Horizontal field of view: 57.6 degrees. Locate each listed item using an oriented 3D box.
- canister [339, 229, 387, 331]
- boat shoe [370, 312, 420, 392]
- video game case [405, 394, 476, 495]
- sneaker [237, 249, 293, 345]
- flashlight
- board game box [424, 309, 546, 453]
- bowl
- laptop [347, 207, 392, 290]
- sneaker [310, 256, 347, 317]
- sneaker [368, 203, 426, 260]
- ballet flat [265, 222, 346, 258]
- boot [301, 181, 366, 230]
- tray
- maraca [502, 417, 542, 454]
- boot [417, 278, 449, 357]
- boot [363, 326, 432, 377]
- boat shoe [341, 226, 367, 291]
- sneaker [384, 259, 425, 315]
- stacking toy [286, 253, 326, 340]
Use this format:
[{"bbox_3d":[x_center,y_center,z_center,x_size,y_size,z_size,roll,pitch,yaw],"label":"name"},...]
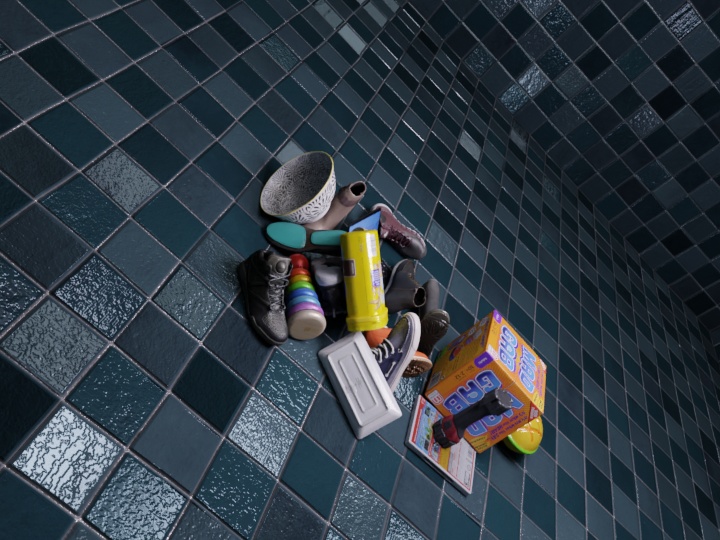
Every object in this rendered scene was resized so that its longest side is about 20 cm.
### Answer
[{"bbox_3d":[0.007,0.017,1.422,0.149,0.084,0.205,-35,119,-82],"label":"canister"},{"bbox_3d":[0.054,0.180,1.402,0.091,0.204,0.075,11,17,-34],"label":"boat shoe"},{"bbox_3d":[0.188,0.399,1.501,0.200,0.017,0.144,43,35,-14],"label":"video game case"},{"bbox_3d":[-0.178,0.044,1.318,0.075,0.114,0.203,5,57,-44],"label":"sneaker"},{"bbox_3d":[0.249,0.324,1.446,0.068,0.199,0.068,49,33,-3],"label":"flashlight"},{"bbox_3d":[0.307,0.265,1.584,0.200,0.199,0.200,46,29,-5],"label":"board game box"},{"bbox_3d":[-0.129,-0.175,1.541,0.095,0.197,0.203,54,26,-40],"label":"bowl"},{"bbox_3d":[0.041,-0.030,1.647,0.201,0.103,0.177,53,35,3],"label":"laptop"},{"bbox_3d":[-0.071,0.039,1.483,0.200,0.074,0.117,-107,-169,-75],"label":"sneaker"},{"bbox_3d":[0.088,-0.090,1.777,0.199,0.076,0.115,42,26,3],"label":"sneaker"},{"bbox_3d":[-0.121,-0.064,1.504,0.195,0.074,0.074,6,44,0],"label":"ballet flat"},{"bbox_3d":[-0.064,-0.147,1.594,0.070,0.146,0.201,45,35,-10],"label":"boot"},{"bbox_3d":[-0.004,0.233,1.358,0.203,0.106,0.022,62,1,16],"label":"tray"},{"bbox_3d":[0.415,0.388,1.695,0.137,0.107,0.201,45,34,-7],"label":"maraca"},{"bbox_3d":[0.180,0.098,1.642,0.071,0.183,0.202,25,45,-4],"label":"boot"},{"bbox_3d":[0.086,0.183,1.536,0.197,0.075,0.109,22,39,-34],"label":"boot"},{"bbox_3d":[0.000,0.000,1.539,0.068,0.074,0.205,-2,101,-51],"label":"boat shoe"},{"bbox_3d":[0.129,0.040,1.662,0.076,0.104,0.201,61,36,-28],"label":"sneaker"},{"bbox_3d":[-0.126,0.046,1.412,0.084,0.085,0.203,24,38,-33],"label":"stacking toy"}]
